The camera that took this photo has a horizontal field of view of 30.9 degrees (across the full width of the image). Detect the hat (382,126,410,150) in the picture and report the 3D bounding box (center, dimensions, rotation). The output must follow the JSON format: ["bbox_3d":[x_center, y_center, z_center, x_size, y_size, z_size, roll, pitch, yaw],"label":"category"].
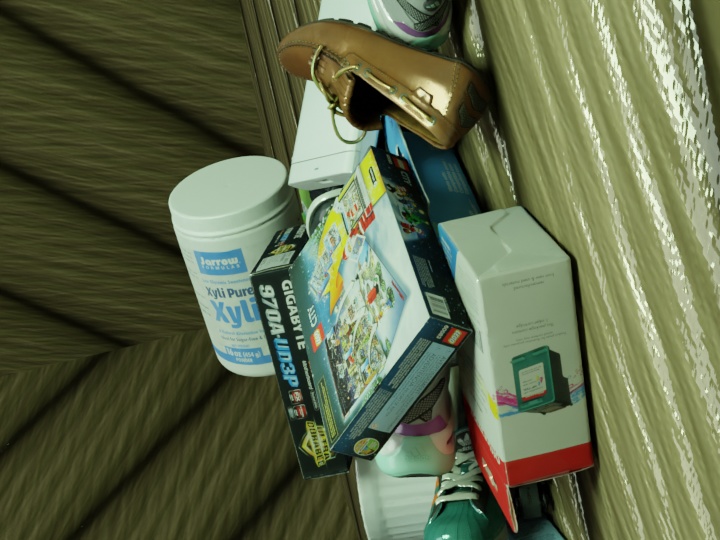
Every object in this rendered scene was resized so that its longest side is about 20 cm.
[{"bbox_3d":[0.021,-0.112,1.270,0.201,0.081,0.202,166,90,-84],"label":"hat"}]

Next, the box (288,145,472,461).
[{"bbox_3d":[0.008,0.020,0.967,0.137,0.038,0.200,-56,31,30],"label":"box"}]

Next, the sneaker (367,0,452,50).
[{"bbox_3d":[0.026,-0.279,0.983,0.140,0.077,0.201,103,144,-71],"label":"sneaker"}]

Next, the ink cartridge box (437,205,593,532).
[{"bbox_3d":[0.111,0.069,0.926,0.116,0.067,0.201,-116,14,-67],"label":"ink cartridge box"}]

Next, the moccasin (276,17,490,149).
[{"bbox_3d":[0.007,-0.139,1.003,0.201,0.078,0.074,27,169,34],"label":"moccasin"}]

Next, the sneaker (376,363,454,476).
[{"bbox_3d":[0.041,0.073,1.051,0.200,0.077,0.141,-131,40,-79],"label":"sneaker"}]

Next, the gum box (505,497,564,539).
[{"bbox_3d":[0.147,0.285,1.138,0.200,0.044,0.171,-126,24,-76],"label":"gum box"}]

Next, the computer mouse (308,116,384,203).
[{"bbox_3d":[0.016,-0.142,1.154,0.140,0.046,0.201,20,96,64],"label":"computer mouse"}]

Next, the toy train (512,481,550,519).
[{"bbox_3d":[0.126,0.109,1.043,0.046,0.034,0.201,-89,-10,-63],"label":"toy train"}]

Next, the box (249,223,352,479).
[{"bbox_3d":[-0.046,0.071,1.210,0.159,0.046,0.201,-70,-33,-74],"label":"box"}]

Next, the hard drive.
[{"bbox_3d":[-0.012,-0.175,1.141,0.132,0.027,0.201,-3,75,64],"label":"hard drive"}]

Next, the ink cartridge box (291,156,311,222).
[{"bbox_3d":[-0.062,-0.086,1.493,0.148,0.199,0.076,-127,25,-73],"label":"ink cartridge box"}]

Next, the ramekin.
[{"bbox_3d":[0.055,0.169,1.275,0.200,0.097,0.202,-6,-90,-82],"label":"ramekin"}]

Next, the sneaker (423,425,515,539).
[{"bbox_3d":[0.089,0.175,1.088,0.200,0.071,0.080,-44,-57,-70],"label":"sneaker"}]

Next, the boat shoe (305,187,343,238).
[{"bbox_3d":[0.000,0.000,1.201,0.200,0.075,0.061,64,-170,-55],"label":"boat shoe"}]

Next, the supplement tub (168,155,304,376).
[{"bbox_3d":[-0.113,-0.003,1.361,0.132,0.131,0.201,-115,8,-59],"label":"supplement tub"}]

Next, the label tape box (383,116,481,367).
[{"bbox_3d":[0.068,-0.036,1.101,0.201,0.066,0.144,86,169,-46],"label":"label tape box"}]
